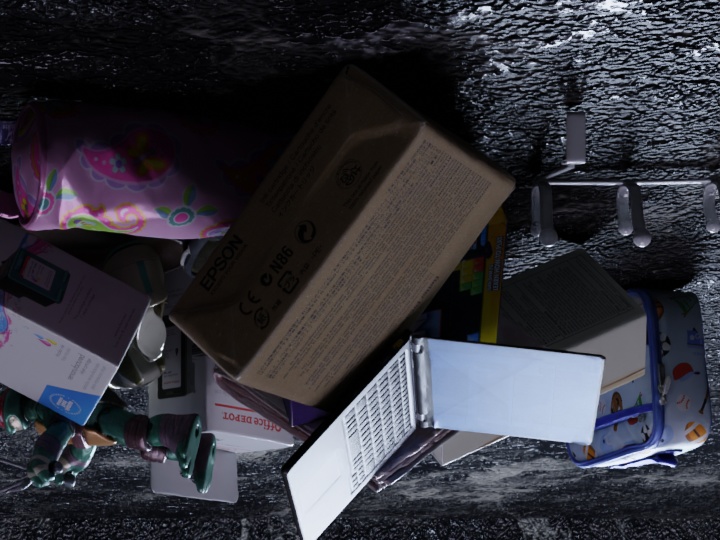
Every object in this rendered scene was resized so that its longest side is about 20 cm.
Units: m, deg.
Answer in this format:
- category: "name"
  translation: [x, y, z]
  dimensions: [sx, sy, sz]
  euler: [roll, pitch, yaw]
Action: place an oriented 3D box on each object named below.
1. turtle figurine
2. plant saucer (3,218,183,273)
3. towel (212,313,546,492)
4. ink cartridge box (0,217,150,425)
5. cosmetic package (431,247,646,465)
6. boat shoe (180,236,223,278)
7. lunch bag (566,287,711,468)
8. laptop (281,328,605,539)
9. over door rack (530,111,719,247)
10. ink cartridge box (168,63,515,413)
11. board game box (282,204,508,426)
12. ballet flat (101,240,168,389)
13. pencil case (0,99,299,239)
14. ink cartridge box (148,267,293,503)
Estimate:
- category: "turtle figurine"
  translation: [-0.217, 0.130, 1.688]
  dimensions: [0.198, 0.102, 0.150]
  euler: [5, 180, 11]
- category: "plant saucer"
  translation: [-0.229, -0.025, 1.690]
  dimensions: [0.198, 0.032, 0.200]
  euler: [0, 167, 0]
- category: "towel"
  translation: [0.016, 0.073, 1.708]
  dimensions: [0.199, 0.032, 0.190]
  euler: [-34, -131, -31]
- category: "ink cartridge box"
  translation: [-0.265, 0.022, 1.594]
  dimensions: [0.199, 0.068, 0.116]
  euler: [28, 148, -6]
- category: "cosmetic package"
  translation: [0.125, 0.068, 1.783]
  dimensions: [0.199, 0.104, 0.074]
  euler: [-22, 133, -18]
- category: "boat shoe"
  translation: [-0.078, -0.039, 1.576]
  dimensions: [0.075, 0.061, 0.200]
  euler: [3, 166, -21]
- category: "lunch bag"
  translation: [0.252, 0.105, 2.016]
  dimensions: [0.075, 0.162, 0.200]
  euler: [3, 167, -20]
- category: "laptop"
  translation: [0.058, 0.127, 1.504]
  dimensions: [0.116, 0.200, 0.188]
  euler: [39, 164, 17]
- category: "over door rack"
  translation: [0.200, -0.056, 1.523]
  dimensions: [0.146, 0.067, 0.200]
  euler: [-1, 167, -4]
- category: "ink cartridge box"
  translation: [-0.009, -0.015, 1.403]
  dimensions: [0.075, 0.201, 0.165]
  euler: [39, -175, 25]
- category: "board game box"
  translation: [0.018, 0.022, 1.588]
  dimensions: [0.164, 0.057, 0.201]
  euler: [-14, 144, -10]
- category: "ballet flat"
  translation: [-0.178, 0.054, 1.694]
  dimensions: [0.069, 0.070, 0.201]
  euler: [0, 150, -8]
- category: "pencil case"
  translation: [-0.132, -0.061, 1.415]
  dimensions: [0.198, 0.088, 0.087]
  euler: [3, 167, -25]
- category: "ink cartridge box"
  translation: [-0.114, 0.084, 1.792]
  dimensions: [0.067, 0.202, 0.116]
  euler: [-11, 165, 36]
